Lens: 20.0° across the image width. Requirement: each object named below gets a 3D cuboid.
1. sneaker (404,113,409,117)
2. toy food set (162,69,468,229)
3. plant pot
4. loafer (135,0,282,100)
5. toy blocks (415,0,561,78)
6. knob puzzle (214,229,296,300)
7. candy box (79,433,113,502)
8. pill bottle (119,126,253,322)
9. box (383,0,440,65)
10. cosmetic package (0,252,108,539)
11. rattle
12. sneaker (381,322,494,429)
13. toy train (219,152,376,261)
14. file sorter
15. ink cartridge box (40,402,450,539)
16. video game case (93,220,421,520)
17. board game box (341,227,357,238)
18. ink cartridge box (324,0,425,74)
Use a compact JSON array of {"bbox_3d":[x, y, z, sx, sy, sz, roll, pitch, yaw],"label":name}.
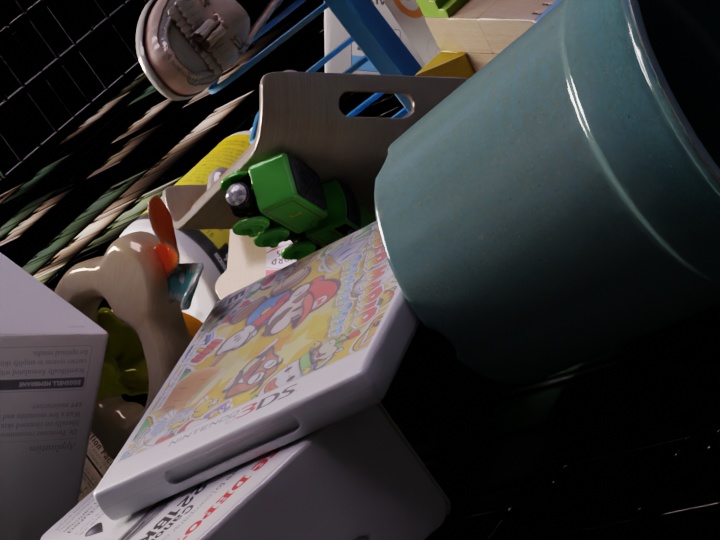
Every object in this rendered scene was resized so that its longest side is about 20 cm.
[{"bbox_3d":[0.077,-0.123,1.641,0.084,0.075,0.200,-9,35,48],"label":"sneaker"},{"bbox_3d":[-0.027,-0.075,1.261,0.142,0.061,0.200,-1,-15,-23],"label":"toy food set"},{"bbox_3d":[0.125,-0.048,1.023,0.196,0.201,0.200,-33,13,36],"label":"plant pot"},{"bbox_3d":[-0.101,-0.182,1.449,0.063,0.072,0.200,-29,14,23],"label":"loafer"},{"bbox_3d":[0.128,-0.103,1.240,0.100,0.201,0.136,-43,30,-25],"label":"toy blocks"},{"bbox_3d":[0.000,0.000,1.358,0.218,0.031,0.221,-11,48,12],"label":"knob puzzle"},{"bbox_3d":[-0.272,0.168,1.488,0.200,0.072,0.167,-42,15,-21],"label":"candy box"},{"bbox_3d":[-0.102,-0.044,1.697,0.114,0.115,0.200,-18,23,51],"label":"pill bottle"},{"bbox_3d":[0.118,-0.162,1.379,0.124,0.201,0.097,-17,23,51],"label":"box"},{"bbox_3d":[-0.269,0.097,1.278,0.122,0.201,0.199,1,19,-38],"label":"cosmetic package"},{"bbox_3d":[-0.104,0.021,1.267,0.142,0.131,0.201,-2,-45,-33],"label":"rattle"},{"bbox_3d":[0.024,0.043,1.181,0.199,0.077,0.111,-12,17,45],"label":"sneaker"},{"bbox_3d":[-0.023,-0.029,1.243,0.056,0.042,0.200,-23,-19,16],"label":"toy train"},{"bbox_3d":[-0.003,-0.103,1.487,0.122,0.200,0.139,-37,13,11],"label":"file sorter"},{"bbox_3d":[-0.065,0.134,1.078,0.144,0.084,0.200,-41,16,-22],"label":"ink cartridge box"},{"bbox_3d":[-0.038,0.040,1.092,0.181,0.023,0.200,-26,19,29],"label":"video game case"},{"bbox_3d":[-0.059,0.067,1.252,0.200,0.023,0.105,-48,13,42],"label":"board game box"},{"bbox_3d":[0.071,-0.226,1.578,0.198,0.177,0.045,5,35,7],"label":"ink cartridge box"}]
